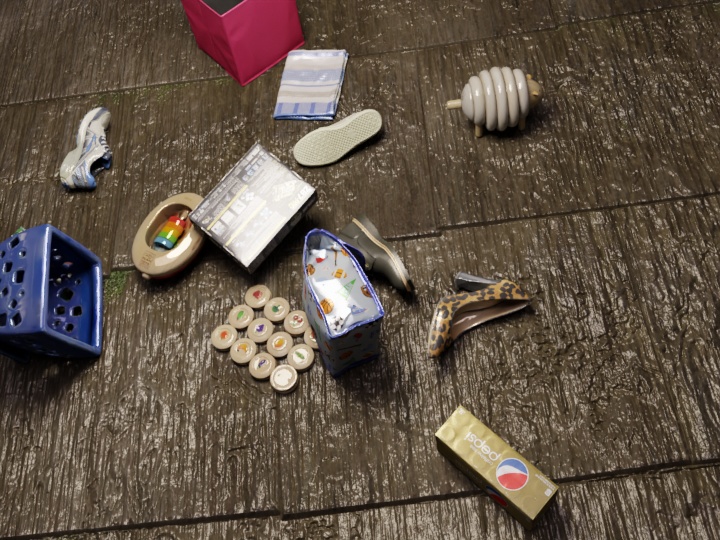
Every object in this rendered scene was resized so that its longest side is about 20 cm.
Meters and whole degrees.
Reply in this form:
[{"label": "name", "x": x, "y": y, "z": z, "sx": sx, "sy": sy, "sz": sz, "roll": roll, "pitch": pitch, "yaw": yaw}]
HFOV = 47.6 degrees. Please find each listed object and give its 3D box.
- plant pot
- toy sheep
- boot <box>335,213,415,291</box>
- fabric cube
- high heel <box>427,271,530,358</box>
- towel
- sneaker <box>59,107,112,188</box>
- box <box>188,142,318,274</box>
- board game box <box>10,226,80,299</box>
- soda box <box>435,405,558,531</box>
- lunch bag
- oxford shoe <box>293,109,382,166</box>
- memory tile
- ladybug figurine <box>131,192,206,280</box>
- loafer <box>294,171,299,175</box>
[{"label": "plant pot", "x": -0.592, "y": 0.055, "z": 1.472, "sx": 0.176, "sy": 0.200, "sz": 0.204, "roll": -11, "pitch": 69, "yaw": 9}, {"label": "toy sheep", "x": 0.272, "y": -0.342, "z": 1.643, "sx": 0.196, "sy": 0.139, "sz": 0.140, "roll": -12, "pitch": 56, "yaw": 1}, {"label": "boot", "x": 0.000, "y": 0.000, "z": 1.510, "sx": 0.137, "sy": 0.078, "sz": 0.200, "roll": -34, "pitch": 47, "yaw": -7}, {"label": "fabric cube", "x": -0.269, "y": -0.587, "z": 1.840, "sx": 0.196, "sy": 0.201, "sz": 0.200, "roll": -40, "pitch": 61, "yaw": -16}, {"label": "high heel", "x": 0.204, "y": 0.087, "z": 1.414, "sx": 0.140, "sy": 0.072, "sz": 0.201, "roll": 14, "pitch": 52, "yaw": 24}, {"label": "towel", "x": -0.110, "y": -0.416, "z": 1.813, "sx": 0.144, "sy": 0.024, "sz": 0.203, "roll": 3, "pitch": 58, "yaw": 11}, {"label": "sneaker", "x": -0.570, "y": -0.258, "z": 1.761, "sx": 0.084, "sy": 0.077, "sz": 0.203, "roll": 13, "pitch": 67, "yaw": 5}, {"label": "box", "x": -0.202, "y": -0.120, "z": 1.542, "sx": 0.160, "sy": 0.049, "sz": 0.201, "roll": 37, "pitch": 77, "yaw": 17}, {"label": "board game box", "x": -0.649, "y": -0.004, "z": 1.630, "sx": 0.198, "sy": 0.024, "sz": 0.105, "roll": 30, "pitch": 69, "yaw": 23}, {"label": "soda box", "x": 0.210, "y": 0.308, "z": 1.280, "sx": 0.068, "sy": 0.064, "sz": 0.199, "roll": -42, "pitch": 61, "yaw": -18}, {"label": "lunch bag", "x": -0.041, "y": 0.048, "z": 1.406, "sx": 0.122, "sy": 0.171, "sz": 0.202, "roll": -21, "pitch": 62, "yaw": -15}, {"label": "oxford shoe", "x": -0.046, "y": -0.275, "z": 1.697, "sx": 0.197, "sy": 0.076, "sz": 0.058, "roll": -27, "pitch": 15, "yaw": 1}, {"label": "memory tile", "x": -0.164, "y": 0.121, "z": 1.483, "sx": 0.198, "sy": 0.017, "sz": 0.154, "roll": 30, "pitch": 67, "yaw": 24}, {"label": "ladybug figurine", "x": -0.366, "y": -0.060, "z": 1.594, "sx": 0.134, "sy": 0.072, "sz": 0.202, "roll": 22, "pitch": 63, "yaw": 20}, {"label": "loafer", "x": -0.184, "y": -0.121, "z": 1.604, "sx": 0.070, "sy": 0.073, "sz": 0.202, "roll": 22, "pitch": 63, "yaw": 19}]
